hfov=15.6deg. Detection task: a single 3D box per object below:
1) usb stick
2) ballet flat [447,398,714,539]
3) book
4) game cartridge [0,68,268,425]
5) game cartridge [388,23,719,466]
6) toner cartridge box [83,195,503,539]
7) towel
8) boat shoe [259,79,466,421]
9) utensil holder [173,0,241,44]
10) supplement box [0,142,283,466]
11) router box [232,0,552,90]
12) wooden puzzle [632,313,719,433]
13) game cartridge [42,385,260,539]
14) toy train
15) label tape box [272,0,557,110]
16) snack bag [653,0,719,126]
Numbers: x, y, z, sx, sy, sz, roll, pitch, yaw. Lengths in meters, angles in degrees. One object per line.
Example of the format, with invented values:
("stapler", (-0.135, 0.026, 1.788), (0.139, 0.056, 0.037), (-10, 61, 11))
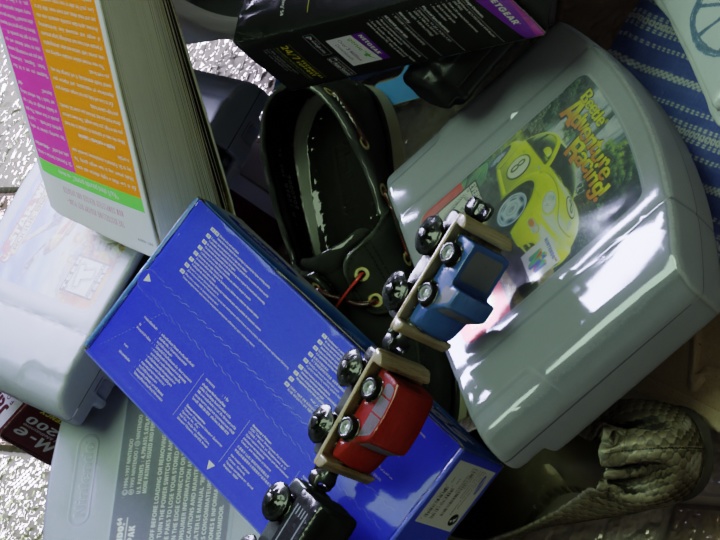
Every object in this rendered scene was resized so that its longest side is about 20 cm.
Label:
("usb stick", (0.093, -0.158, 1.221), (0.200, 0.033, 0.055), (-50, 20, -5))
("ballet flat", (0.074, 0.093, 1.185), (0.200, 0.046, 0.068), (-14, 79, 50))
("book", (-0.139, -0.116, 1.296), (0.048, 0.201, 0.133), (-27, 26, -29))
("game cartridge", (-0.139, -0.022, 1.400), (0.133, 0.042, 0.201), (18, 75, 46))
("game cartridge", (0.086, -0.021, 1.169), (0.133, 0.041, 0.200), (-39, 37, 15))
("toner cartridge box", (-0.034, 0.062, 1.212), (0.095, 0.043, 0.200), (-51, 57, 6))
("towel", (0.145, -0.071, 1.201), (0.201, 0.024, 0.145), (-59, 34, -2))
("boat shoe", (-0.002, 0.001, 1.291), (0.073, 0.063, 0.202), (-24, 74, 34))
("utensil holder", (-0.108, -0.198, 1.395), (0.200, 0.169, 0.171), (-3, 62, 58))
("supplement box", (-0.132, 0.002, 1.458), (0.200, 0.061, 0.109), (-48, 41, 11))
("router box", (0.028, -0.191, 1.220), (0.149, 0.051, 0.201), (-9, 59, 37))
("wooden puzzle", (0.176, -0.022, 1.189), (0.200, 0.046, 0.186), (26, 85, 54))
("game cartridge", (-0.095, 0.110, 1.342), (0.132, 0.041, 0.201), (-4, 61, 17))
("toy train", (0.006, 0.060, 1.131), (0.201, 0.034, 0.046), (-60, 35, 7))
("label tape box", (0.033, -0.156, 1.395), (0.144, 0.063, 0.201), (-12, 58, 40))
("snack bag", (0.199, -0.185, 1.195), (0.188, 0.021, 0.200), (-41, 41, 19))
